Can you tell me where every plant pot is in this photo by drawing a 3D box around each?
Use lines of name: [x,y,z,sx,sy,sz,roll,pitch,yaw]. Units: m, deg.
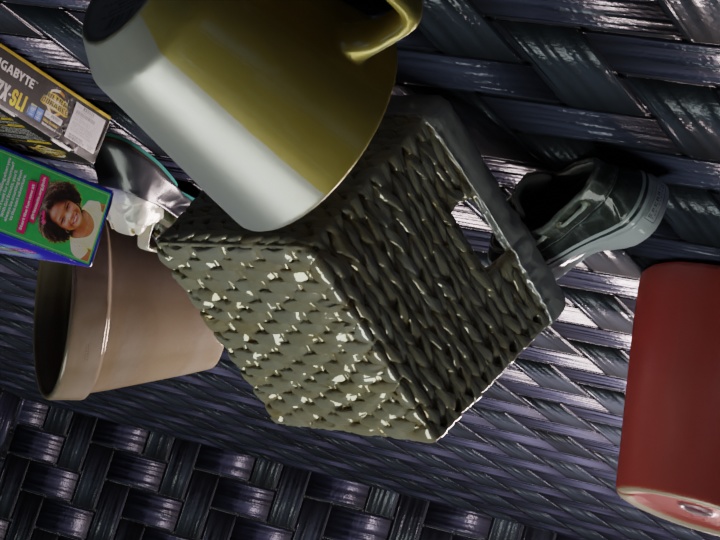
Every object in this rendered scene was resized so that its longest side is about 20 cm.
plant pot: [0.291,0.110,1.591,0.199,0.179,0.201,18,168,4]
plant pot: [-0.229,0.036,2.043,0.172,0.202,0.200,5,172,-18]

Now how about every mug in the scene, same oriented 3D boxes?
mug: [-0.070,-0.140,1.199,0.153,0.187,0.150,35,-167,-30]

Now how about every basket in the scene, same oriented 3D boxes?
basket: [0.000,0.000,1.419,0.199,0.161,0.199,2,133,49]

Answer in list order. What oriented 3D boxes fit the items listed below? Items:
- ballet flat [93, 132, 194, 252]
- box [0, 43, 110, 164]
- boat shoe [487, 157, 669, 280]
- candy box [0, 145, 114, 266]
ballet flat: [-0.189,-0.056,1.805,0.072,0.074,0.200,12,166,23]
box: [-0.332,-0.146,1.663,0.199,0.050,0.159,9,167,35]
boat shoe: [0.138,-0.044,1.427,0.071,0.073,0.200,31,154,-18]
candy box: [-0.342,-0.070,1.725,0.199,0.078,0.168,20,171,-42]
